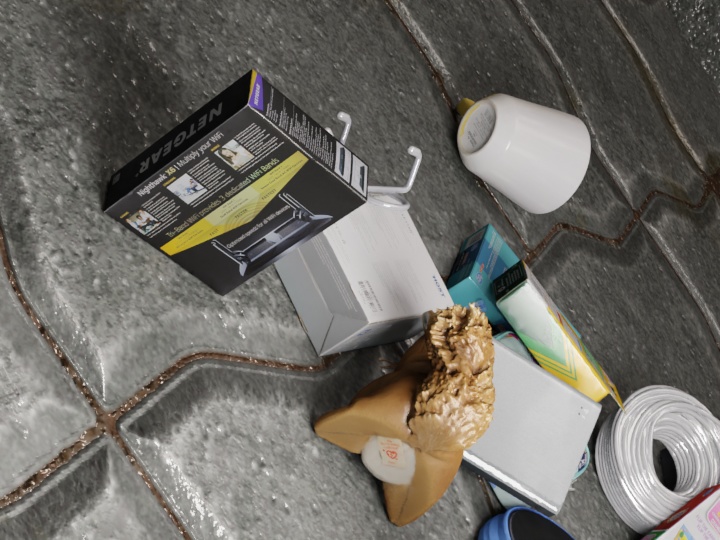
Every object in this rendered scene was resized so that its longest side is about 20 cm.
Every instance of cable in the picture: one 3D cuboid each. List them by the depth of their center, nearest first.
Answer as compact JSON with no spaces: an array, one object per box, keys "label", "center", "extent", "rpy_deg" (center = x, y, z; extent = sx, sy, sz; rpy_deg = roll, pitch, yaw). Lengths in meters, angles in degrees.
[{"label":"cable","center":[0.395,0.248,1.955],"extent":[0.200,0.069,0.200],"rpy_deg":[45,56,-7]}]

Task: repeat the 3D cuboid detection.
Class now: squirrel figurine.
[{"label":"squirrel figurine","center":[0.078,0.120,1.513],"extent":[0.142,0.200,0.187],"rpy_deg":[45,42,-6]}]

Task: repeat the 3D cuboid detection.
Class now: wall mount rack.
[{"label":"wall mount rack","center":[-0.033,-0.134,1.640],"extent":[0.199,0.075,0.173],"rpy_deg":[29,17,36]}]

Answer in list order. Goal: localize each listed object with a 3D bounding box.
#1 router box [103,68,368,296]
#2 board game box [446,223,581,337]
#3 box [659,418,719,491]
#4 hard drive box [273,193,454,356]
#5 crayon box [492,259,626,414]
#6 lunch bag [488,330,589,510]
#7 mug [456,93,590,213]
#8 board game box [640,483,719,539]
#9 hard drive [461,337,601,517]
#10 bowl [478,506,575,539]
[{"label":"router box","center":[-0.115,-0.076,1.410],"extent":[0.157,0.199,0.053],"rpy_deg":[38,36,-32]},{"label":"board game box","center":[0.196,0.058,1.928],"extent":[0.200,0.047,0.151],"rpy_deg":[50,29,-13]},{"label":"box","center":[0.496,0.319,2.052],"extent":[0.106,0.122,0.201],"rpy_deg":[39,32,-31]},{"label":"hard drive box","center":[0.000,0.000,1.646],"extent":[0.199,0.077,0.157],"rpy_deg":[-5,65,-58]},{"label":"crayon box","center":[0.236,0.091,1.816],"extent":[0.201,0.051,0.126],"rpy_deg":[53,9,-7]},{"label":"lunch bag","center":[0.178,0.176,1.745],"extent":[0.201,0.077,0.160],"rpy_deg":[60,27,8]},{"label":"mug","center":[0.206,-0.173,2.128],"extent":[0.152,0.186,0.151],"rpy_deg":[21,76,-35]},{"label":"board game box","center":[0.413,0.376,1.850],"extent":[0.199,0.040,0.154],"rpy_deg":[-27,88,-35]},{"label":"hard drive","center":[0.154,0.159,1.653],"extent":[0.199,0.033,0.140],"rpy_deg":[31,65,-8]},{"label":"bowl","center":[0.211,0.337,1.620],"extent":[0.200,0.039,0.201],"rpy_deg":[39,19,-16]}]
